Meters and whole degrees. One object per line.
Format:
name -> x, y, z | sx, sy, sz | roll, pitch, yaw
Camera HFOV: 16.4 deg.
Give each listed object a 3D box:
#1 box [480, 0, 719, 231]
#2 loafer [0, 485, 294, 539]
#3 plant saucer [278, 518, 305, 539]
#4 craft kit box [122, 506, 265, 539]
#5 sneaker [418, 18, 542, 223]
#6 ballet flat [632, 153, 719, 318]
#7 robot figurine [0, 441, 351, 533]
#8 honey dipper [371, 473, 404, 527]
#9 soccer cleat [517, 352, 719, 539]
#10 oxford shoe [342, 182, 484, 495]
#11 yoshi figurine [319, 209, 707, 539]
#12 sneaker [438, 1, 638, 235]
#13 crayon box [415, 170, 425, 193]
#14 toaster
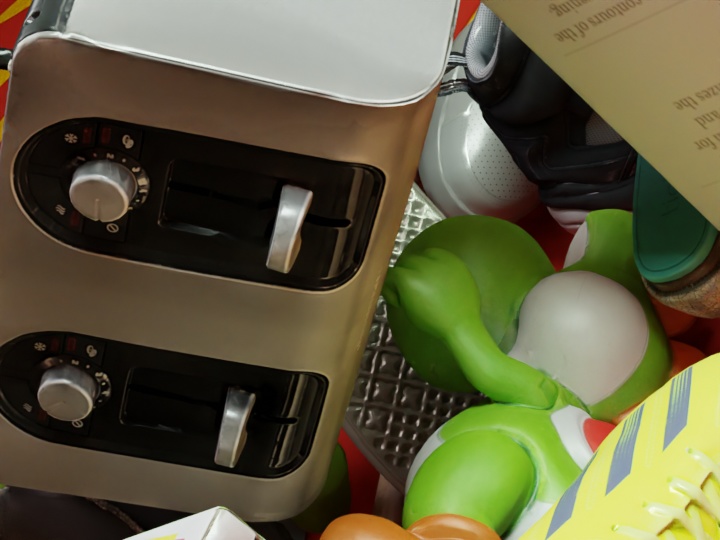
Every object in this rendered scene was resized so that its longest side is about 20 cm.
box -> 0.180, -0.123, 0.717 | 0.199, 0.171, 0.200 | -24, 29, 54
loafer -> -0.083, 0.080, 0.807 | 0.071, 0.200, 0.073 | -41, -21, -15
plant saucer -> -0.100, 0.159, 1.035 | 0.200, 0.027, 0.200 | -43, 19, 18
craft kit box -> -0.019, 0.143, 0.587 | 0.200, 0.197, 0.049 | -25, 28, 53
sneaker -> 0.106, -0.105, 1.024 | 0.200, 0.074, 0.116 | -55, 15, -24
ballet flat -> 0.127, -0.075, 0.835 | 0.068, 0.067, 0.201 | -17, 60, 52
robot figurine -> -0.091, 0.067, 0.929 | 0.200, 0.175, 0.116 | -64, -11, -52
honey dipper -> 0.010, 0.086, 0.914 | 0.038, 0.038, 0.200 | -41, 16, 22
soccer cleat -> 0.064, 0.089, 0.665 | 0.200, 0.065, 0.084 | -41, -10, -23
oxford shoe -> 0.000, 0.000, 0.920 | 0.075, 0.200, 0.058 | -29, -17, -9
yoshi figurine -> 0.035, 0.052, 0.813 | 0.112, 0.112, 0.200 | -40, 15, 45
sneaker -> 0.114, -0.098, 0.907 | 0.200, 0.114, 0.076 | -39, 30, 30
crayon box -> -0.004, -0.068, 1.039 | 0.200, 0.058, 0.119 | 91, -165, -45
toaster -> -0.042, -0.048, 0.749 | 0.200, 0.118, 0.181 | -78, 4, -47
